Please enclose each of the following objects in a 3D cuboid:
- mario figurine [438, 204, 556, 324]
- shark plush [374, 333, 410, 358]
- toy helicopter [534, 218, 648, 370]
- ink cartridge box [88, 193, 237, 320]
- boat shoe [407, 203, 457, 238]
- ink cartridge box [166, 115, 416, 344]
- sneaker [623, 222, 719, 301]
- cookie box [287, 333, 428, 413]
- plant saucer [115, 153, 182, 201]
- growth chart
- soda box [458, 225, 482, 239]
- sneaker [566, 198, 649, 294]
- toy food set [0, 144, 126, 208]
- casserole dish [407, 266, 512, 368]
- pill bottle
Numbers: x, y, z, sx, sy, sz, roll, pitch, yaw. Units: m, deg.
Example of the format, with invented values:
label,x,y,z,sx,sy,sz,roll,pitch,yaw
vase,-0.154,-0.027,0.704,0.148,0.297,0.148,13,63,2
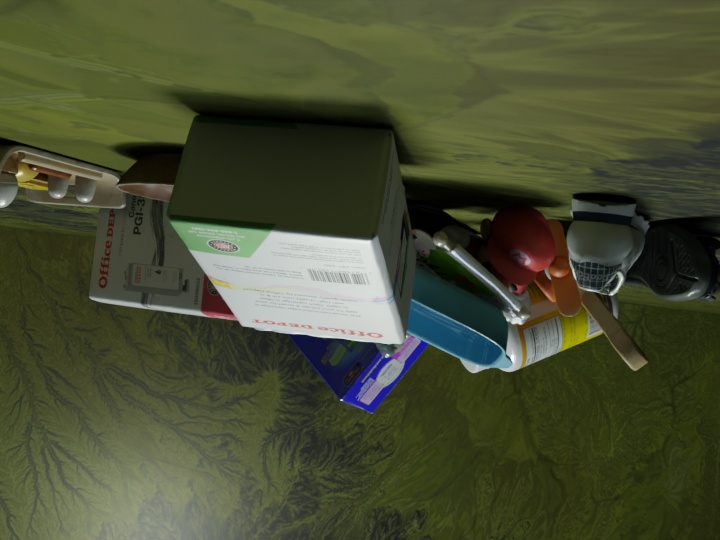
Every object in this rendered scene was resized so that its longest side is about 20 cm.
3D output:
label,x,y,z,sx,sy,sz,roll,pitch,yaw
mario figurine,0.124,0.007,0.946,0.121,0.108,0.200,-12,169,-22
shark plush,0.000,0.000,1.053,0.201,0.083,0.091,52,172,-20
toy helicopter,0.248,0.025,1.017,0.132,0.079,0.201,38,-163,-50
ink cartridge box,-0.207,-0.024,1.078,0.196,0.149,0.083,5,177,19
boat shoe,0.013,-0.045,0.986,0.199,0.076,0.075,-7,-179,-26
ink cartridge box,-0.039,-0.022,0.690,0.142,0.085,0.201,6,157,11
sneaker,0.342,-0.006,0.957,0.112,0.078,0.199,5,-179,-4
cookie box,-0.003,0.054,1.215,0.075,0.172,0.200,33,-170,-46
plant saucer,-0.132,-0.082,0.883,0.196,0.035,0.200,5,179,0
growth chart,0.081,0.014,0.923,0.144,0.018,0.200,36,162,-12
soda box,0.109,-0.023,1.218,0.062,0.071,0.200,8,179,19
sneaker,0.231,-0.018,0.882,0.075,0.082,0.199,3,178,24
toy food set,-0.363,-0.090,0.973,0.141,0.062,0.199,5,177,23
casserole dish,0.062,0.034,0.897,0.197,0.039,0.121,25,164,4
pill bottle,0.215,0.057,1.162,0.197,0.111,0.109,-20,-176,-13
